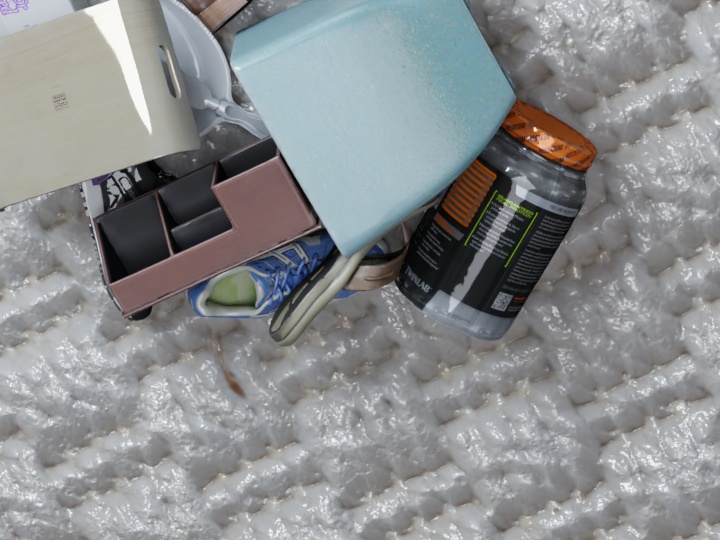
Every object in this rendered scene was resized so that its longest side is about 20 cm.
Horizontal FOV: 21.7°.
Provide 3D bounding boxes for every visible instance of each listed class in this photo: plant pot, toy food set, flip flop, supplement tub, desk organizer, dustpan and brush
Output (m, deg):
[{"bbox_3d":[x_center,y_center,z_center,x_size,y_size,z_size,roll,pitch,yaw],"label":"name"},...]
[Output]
[{"bbox_3d":[0.022,-0.161,1.652,0.200,0.196,0.196,-29,104,6],"label":"plant pot"},{"bbox_3d":[-0.252,-0.146,1.653,0.200,0.060,0.144,-17,88,14],"label":"toy food set"},{"bbox_3d":[0.000,0.000,1.704,0.058,0.081,0.200,43,92,-10],"label":"flip flop"},{"bbox_3d":[0.125,-0.047,1.714,0.123,0.123,0.200,28,107,-6],"label":"supplement tub"},{"bbox_3d":[-0.140,-0.042,1.679,0.200,0.072,0.077,-24,113,11],"label":"desk organizer"},{"bbox_3d":[-0.149,-0.159,1.717,0.200,0.057,0.140,27,83,-33],"label":"dustpan and brush"}]

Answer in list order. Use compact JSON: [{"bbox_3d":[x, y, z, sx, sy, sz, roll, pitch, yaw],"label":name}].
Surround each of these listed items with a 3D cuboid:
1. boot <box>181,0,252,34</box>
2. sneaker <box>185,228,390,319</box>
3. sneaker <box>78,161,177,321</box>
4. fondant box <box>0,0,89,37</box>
[{"bbox_3d":[-0.136,-0.341,1.670,0.186,0.064,0.200,-42,95,7],"label":"boot"},{"bbox_3d":[-0.068,0.011,1.766,0.200,0.077,0.076,-14,105,5],"label":"sneaker"},{"bbox_3d":[-0.208,-0.051,1.757,0.088,0.076,0.200,-13,107,0],"label":"sneaker"},{"bbox_3d":[-0.351,-0.228,1.687,0.200,0.058,0.144,-16,131,7],"label":"fondant box"}]
